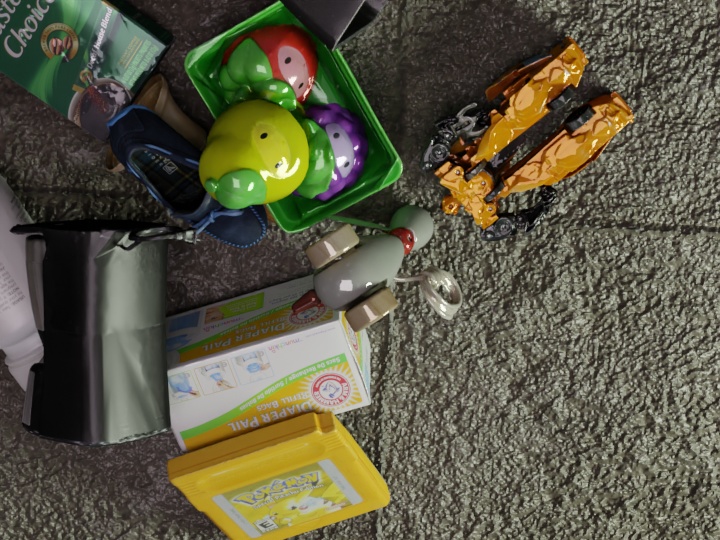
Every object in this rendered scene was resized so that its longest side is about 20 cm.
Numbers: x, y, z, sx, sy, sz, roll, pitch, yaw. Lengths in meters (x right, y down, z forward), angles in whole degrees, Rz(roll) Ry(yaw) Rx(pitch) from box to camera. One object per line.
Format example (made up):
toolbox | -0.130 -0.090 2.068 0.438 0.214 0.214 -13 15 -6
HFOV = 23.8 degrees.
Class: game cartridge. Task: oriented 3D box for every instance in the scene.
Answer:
game cartridge | -0.079 0.215 1.732 0.175 0.033 0.200 -19 148 9

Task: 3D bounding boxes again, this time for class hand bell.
hand bell | -0.135 -0.095 1.655 0.199 0.104 0.104 29 110 -22

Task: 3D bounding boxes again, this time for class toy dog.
toy dog | 0.000 0.000 1.619 0.096 0.199 0.133 -26 75 29

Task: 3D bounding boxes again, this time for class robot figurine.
robot figurine | 0.155 -0.122 1.638 0.200 0.058 0.145 -39 105 14

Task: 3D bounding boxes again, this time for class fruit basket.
fruit basket | -0.070 -0.133 1.565 0.155 0.216 0.217 -27 108 12

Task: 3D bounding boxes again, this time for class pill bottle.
pill bottle | -0.348 0.014 1.676 0.114 0.115 0.201 -28 108 12

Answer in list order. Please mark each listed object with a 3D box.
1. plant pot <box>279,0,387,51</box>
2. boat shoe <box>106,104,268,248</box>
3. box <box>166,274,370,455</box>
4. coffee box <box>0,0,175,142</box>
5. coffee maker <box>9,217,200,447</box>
plant pot | -0.023 -0.337 1.496 0.177 0.200 0.201 36 109 0
boat shoe | -0.161 -0.069 1.580 0.084 0.069 0.199 -43 129 18
box | -0.096 0.090 1.695 0.198 0.113 0.102 -17 117 7
coffee box | -0.290 -0.226 1.612 0.199 0.044 0.123 36 109 -7
coffee maker | -0.236 0.058 1.569 0.134 0.192 0.202 -5 97 -29
